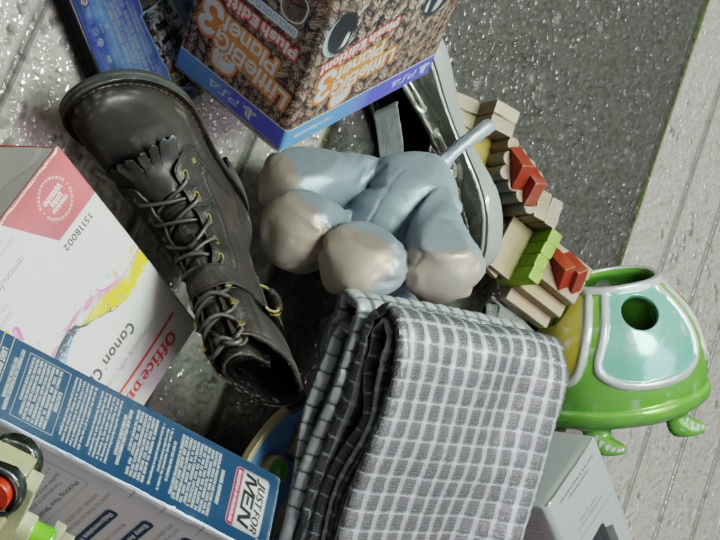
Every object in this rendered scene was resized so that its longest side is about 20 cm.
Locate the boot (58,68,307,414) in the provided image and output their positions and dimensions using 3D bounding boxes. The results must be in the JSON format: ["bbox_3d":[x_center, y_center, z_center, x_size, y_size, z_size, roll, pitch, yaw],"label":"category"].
[{"bbox_3d":[-0.097,-0.015,1.066,0.200,0.069,0.174,44,19,-49],"label":"boot"}]

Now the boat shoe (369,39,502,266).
[{"bbox_3d":[0.045,-0.083,1.307,0.064,0.071,0.200,-36,112,-42],"label":"boat shoe"}]

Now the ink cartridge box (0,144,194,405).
[{"bbox_3d":[-0.177,0.034,1.060,0.117,0.067,0.200,-58,133,-28],"label":"ink cartridge box"}]

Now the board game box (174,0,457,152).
[{"bbox_3d":[-0.008,-0.200,1.100,0.159,0.097,0.200,-33,156,-41],"label":"board game box"}]

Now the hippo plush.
[{"bbox_3d":[0.000,0.000,1.224,0.200,0.159,0.161,-82,-177,-53],"label":"hippo plush"}]

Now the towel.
[{"bbox_3d":[0.039,0.122,1.115,0.166,0.086,0.200,10,97,-43],"label":"towel"}]

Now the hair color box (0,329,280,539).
[{"bbox_3d":[-0.157,0.119,1.005,0.200,0.100,0.061,31,43,-20],"label":"hair color box"}]

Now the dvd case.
[{"bbox_3d":[-0.114,-0.190,1.143,0.200,0.018,0.143,-42,124,-37],"label":"dvd case"}]

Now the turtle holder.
[{"bbox_3d":[0.195,0.069,1.462,0.141,0.185,0.132,-61,146,-72],"label":"turtle holder"}]

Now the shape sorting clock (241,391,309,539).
[{"bbox_3d":[-0.023,0.178,1.165,0.200,0.039,0.200,-12,106,-47],"label":"shape sorting clock"}]

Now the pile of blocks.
[{"bbox_3d":[0.117,-0.046,1.359,0.082,0.062,0.200,-37,105,-27],"label":"pile of blocks"}]

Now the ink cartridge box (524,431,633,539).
[{"bbox_3d":[0.135,0.222,1.385,0.083,0.145,0.200,-49,128,-37],"label":"ink cartridge box"}]

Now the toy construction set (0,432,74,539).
[{"bbox_3d":[-0.235,0.128,0.919,0.200,0.092,0.131,21,110,-17],"label":"toy construction set"}]

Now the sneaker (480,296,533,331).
[{"bbox_3d":[0.055,0.091,1.350,0.200,0.082,0.075,-29,161,-32],"label":"sneaker"}]
